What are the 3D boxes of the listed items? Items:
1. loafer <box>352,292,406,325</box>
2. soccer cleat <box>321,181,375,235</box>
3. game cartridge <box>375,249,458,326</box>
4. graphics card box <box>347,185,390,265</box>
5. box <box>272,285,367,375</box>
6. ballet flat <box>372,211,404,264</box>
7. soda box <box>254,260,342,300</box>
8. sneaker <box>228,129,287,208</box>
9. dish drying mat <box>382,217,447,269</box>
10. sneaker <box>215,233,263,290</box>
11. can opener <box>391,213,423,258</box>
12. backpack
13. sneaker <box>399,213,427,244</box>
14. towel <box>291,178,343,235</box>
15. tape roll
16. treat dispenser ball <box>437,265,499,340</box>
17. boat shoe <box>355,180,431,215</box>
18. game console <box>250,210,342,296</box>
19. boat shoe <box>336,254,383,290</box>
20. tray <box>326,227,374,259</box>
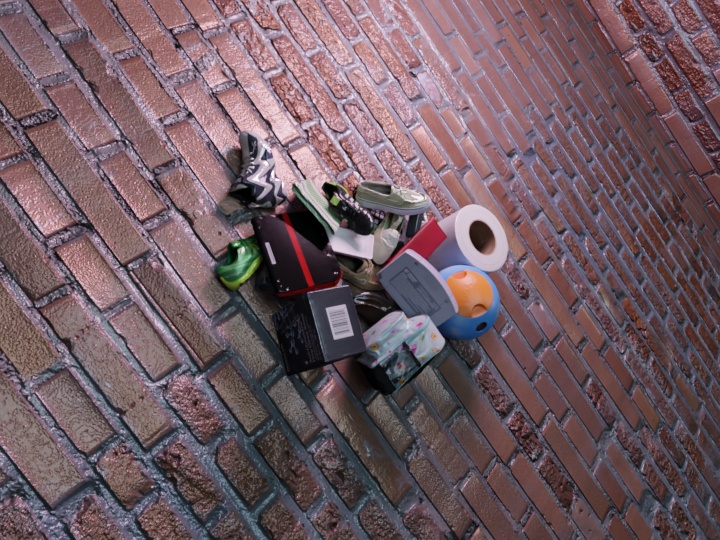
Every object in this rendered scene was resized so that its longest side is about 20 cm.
[{"bbox_3d":[0.044,0.107,1.344,0.199,0.073,0.072,14,64,-28],"label":"loafer"},{"bbox_3d":[-0.036,-0.157,1.350,0.081,0.068,0.200,17,26,-49],"label":"soccer cleat"},{"bbox_3d":[0.147,0.050,1.327,0.200,0.133,0.040,51,33,-1],"label":"game cartridge"},{"bbox_3d":[0.031,-0.126,1.436,0.125,0.051,0.201,20,64,-25],"label":"graphics card box"},{"bbox_3d":[-0.095,0.135,1.167,0.107,0.200,0.149,-9,77,-34],"label":"box"},{"bbox_3d":[0.080,-0.109,1.390,0.069,0.069,0.201,31,59,-20],"label":"ballet flat"},{"bbox_3d":[-0.145,0.033,1.258,0.199,0.064,0.069,18,64,-26],"label":"soda box"},{"bbox_3d":[-0.270,-0.236,1.264,0.129,0.079,0.200,-27,99,-45],"label":"sneaker"},{"bbox_3d":[0.144,-0.048,1.408,0.200,0.018,0.077,-46,114,-13],"label":"dish drying mat"},{"bbox_3d":[-0.256,-0.050,1.210,0.084,0.074,0.200,42,56,-18],"label":"sneaker"},{"bbox_3d":[0.131,-0.104,1.438,0.066,0.053,0.201,15,91,14],"label":"can opener"},{"bbox_3d":[0.094,0.181,1.266,0.199,0.176,0.154,-30,92,-14],"label":"backpack"},{"bbox_3d":[0.153,-0.099,1.488,0.070,0.080,0.201,10,69,-31],"label":"sneaker"},{"bbox_3d":[-0.102,-0.162,1.302,0.153,0.023,0.200,49,10,-7],"label":"towel"},{"bbox_3d":[0.308,-0.073,1.540,0.202,0.139,0.204,12,67,-28],"label":"tape roll"},{"bbox_3d":[0.270,0.087,1.419,0.200,0.201,0.202,12,67,-29],"label":"treat dispenser ball"},{"bbox_3d":[0.086,-0.191,1.372,0.199,0.062,0.072,5,53,2],"label":"boat shoe"},{"bbox_3d":[-0.144,-0.044,1.214,0.176,0.031,0.201,-12,69,-31],"label":"game console"},{"bbox_3d":[0.000,0.000,1.361,0.199,0.064,0.072,17,64,-27],"label":"boat shoe"},{"bbox_3d":[-0.066,-0.074,1.320,0.199,0.022,0.108,13,38,-4],"label":"tray"}]
